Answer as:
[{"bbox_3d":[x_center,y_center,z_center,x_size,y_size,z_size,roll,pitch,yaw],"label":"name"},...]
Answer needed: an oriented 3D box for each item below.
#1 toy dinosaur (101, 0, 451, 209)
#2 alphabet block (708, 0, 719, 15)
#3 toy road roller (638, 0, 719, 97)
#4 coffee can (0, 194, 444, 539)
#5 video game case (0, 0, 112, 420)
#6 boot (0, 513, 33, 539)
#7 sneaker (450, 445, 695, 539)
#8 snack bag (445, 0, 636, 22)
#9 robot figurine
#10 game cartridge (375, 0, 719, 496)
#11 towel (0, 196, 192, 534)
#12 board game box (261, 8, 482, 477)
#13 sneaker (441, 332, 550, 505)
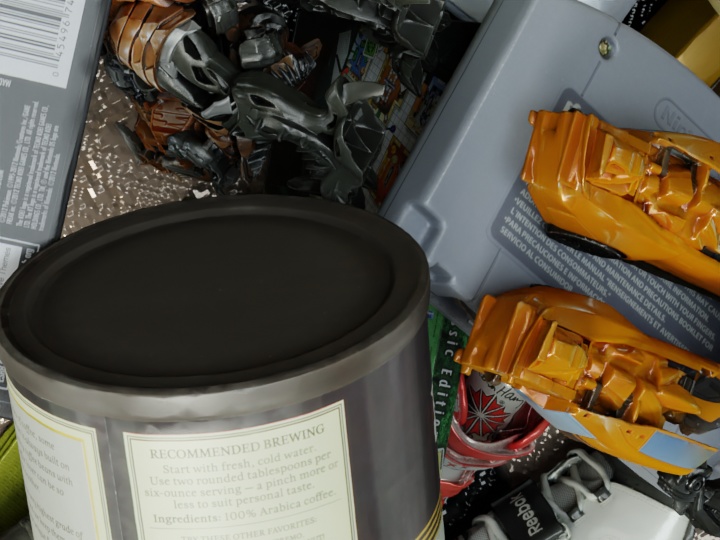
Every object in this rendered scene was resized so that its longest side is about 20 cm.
[{"bbox_3d":[-0.048,-0.080,0.901,0.135,0.200,0.102,21,84,8],"label":"toy dinosaur"},{"bbox_3d":[0.164,-0.228,0.868,0.195,0.200,0.197,-35,72,-5],"label":"alphabet block"},{"bbox_3d":[0.218,-0.091,1.005,0.200,0.146,0.123,-46,111,-3],"label":"toy road roller"},{"bbox_3d":[-0.042,0.094,0.860,0.146,0.146,0.201,-12,117,-14],"label":"coffee can"},{"bbox_3d":[-0.184,-0.063,0.843,0.180,0.025,0.201,12,93,-19],"label":"video game case"},{"bbox_3d":[-0.080,0.159,1.009,0.131,0.068,0.200,-44,120,-10],"label":"boot"},{"bbox_3d":[0.077,0.123,1.050,0.088,0.074,0.200,26,97,-19],"label":"sneaker"},{"bbox_3d":[0.071,-0.194,1.002,0.188,0.021,0.200,34,91,-21],"label":"snack bag"},{"bbox_3d":[0.130,0.021,0.919,0.200,0.058,0.145,22,83,-36],"label":"robot figurine"},{"bbox_3d":[0.099,-0.013,0.950,0.200,0.041,0.133,40,68,-33],"label":"game cartridge"},{"bbox_3d":[-0.098,0.073,1.014,0.086,0.018,0.200,37,90,-21],"label":"towel"},{"bbox_3d":[0.000,0.000,0.964,0.023,0.105,0.201,15,86,-54],"label":"board game box"},{"bbox_3d":[0.020,0.073,1.002,0.067,0.108,0.202,24,95,-21],"label":"sneaker"}]
